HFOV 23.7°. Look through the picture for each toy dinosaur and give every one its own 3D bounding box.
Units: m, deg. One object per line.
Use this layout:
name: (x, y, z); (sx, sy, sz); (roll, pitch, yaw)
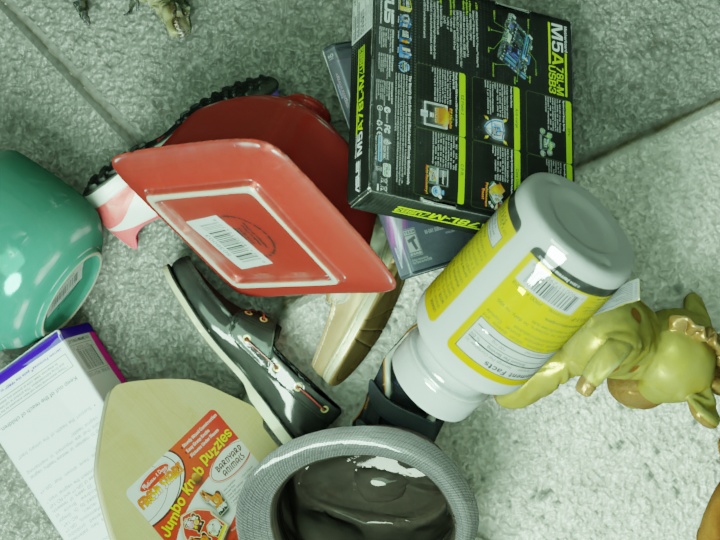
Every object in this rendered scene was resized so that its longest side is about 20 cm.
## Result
toy dinosaur: (-0.227, -0.275, 1.519); (0.088, 0.047, 0.201); (-32, 87, -8)

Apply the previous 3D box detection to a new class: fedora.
fedora: (0.001, 0.192, 1.437); (0.198, 0.090, 0.178); (-14, 112, 13)

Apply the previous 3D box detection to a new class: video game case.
video game case: (0.053, -0.102, 1.448); (0.019, 0.142, 0.201); (-21, 86, 45)

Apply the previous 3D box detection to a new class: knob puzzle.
knob puzzle: (-0.148, 0.178, 1.446); (0.030, 0.219, 0.220); (-35, 87, 47)

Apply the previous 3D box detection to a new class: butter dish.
butter dish: (-0.069, -0.082, 1.430); (0.198, 0.200, 0.149); (-3, 52, 41)

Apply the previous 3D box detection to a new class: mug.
mug: (-0.300, 0.004, 1.483); (0.114, 0.152, 0.186); (32, 107, 8)

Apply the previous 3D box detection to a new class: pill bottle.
pill bottle: (0.113, 0.027, 1.355); (0.111, 0.111, 0.200); (44, 120, 4)

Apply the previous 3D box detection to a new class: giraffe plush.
giraffe plush: (0.225, 0.057, 1.433); (0.161, 0.200, 0.174); (23, 78, -28)

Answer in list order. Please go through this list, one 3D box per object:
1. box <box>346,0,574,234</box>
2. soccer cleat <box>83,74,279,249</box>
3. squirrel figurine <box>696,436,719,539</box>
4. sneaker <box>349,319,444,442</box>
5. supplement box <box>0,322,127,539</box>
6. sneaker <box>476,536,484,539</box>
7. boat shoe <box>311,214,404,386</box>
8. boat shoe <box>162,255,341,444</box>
box: (0.085, -0.131, 1.409); (0.192, 0.047, 0.202); (11, 67, -26)
soccer cleat: (-0.146, -0.098, 1.511); (0.199, 0.068, 0.073); (-33, 107, 5)
squirrel figurine: (0.343, 0.203, 1.393); (0.140, 0.187, 0.202); (-5, 91, 7)
sneaker: (0.036, 0.121, 1.483); (0.078, 0.079, 0.201); (23, 96, 4)
supplement box: (-0.235, 0.159, 1.504); (0.103, 0.101, 0.201); (-35, 87, 7)
sneaker: (0.021, 0.278, 1.489); (0.199, 0.080, 0.074); (-19, 91, 9)
boat shoe: (0.000, 0.000, 1.492); (0.069, 0.074, 0.201); (26, 93, 16)
boat shoe: (-0.096, 0.064, 1.501); (0.063, 0.074, 0.202); (-39, 90, 2)
